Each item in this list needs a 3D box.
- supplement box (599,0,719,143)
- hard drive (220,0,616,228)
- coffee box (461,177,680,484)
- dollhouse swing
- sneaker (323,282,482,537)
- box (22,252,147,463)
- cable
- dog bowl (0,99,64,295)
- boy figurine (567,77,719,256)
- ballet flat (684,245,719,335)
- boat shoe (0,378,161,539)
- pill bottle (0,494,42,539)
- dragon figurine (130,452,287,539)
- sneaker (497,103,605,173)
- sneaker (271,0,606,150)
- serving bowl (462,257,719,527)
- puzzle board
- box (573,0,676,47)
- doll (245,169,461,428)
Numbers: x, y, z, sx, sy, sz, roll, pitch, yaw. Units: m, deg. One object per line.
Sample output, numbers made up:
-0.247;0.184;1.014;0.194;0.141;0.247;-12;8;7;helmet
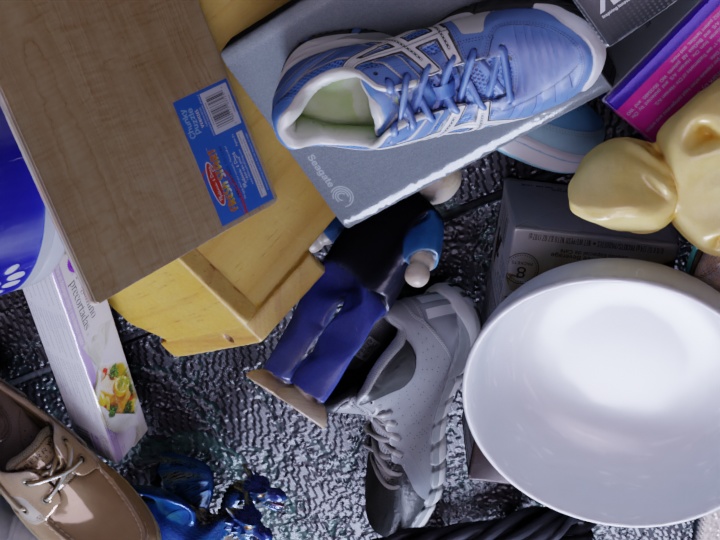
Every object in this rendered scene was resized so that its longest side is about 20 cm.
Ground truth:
0.251;-0.099;0.977;0.200;0.101;0.103;38;112;-18;supplement box
0.032;-0.125;0.929;0.199;0.033;0.140;-27;110;28;hard drive
0.140;0.048;1.069;0.112;0.080;0.201;6;118;-3;coffee box
-0.111;-0.079;1.034;0.200;0.176;0.181;44;152;-20;dollhouse swing
0.008;0.104;1.080;0.115;0.075;0.202;-6;117;-42;sneaker
-0.192;0.052;1.067;0.041;0.039;0.201;19;139;28;box
0.081;0.195;1.107;0.162;0.051;0.200;5;155;-34;cable
-0.262;-0.077;0.947;0.078;0.200;0.202;-21;127;-38;dog bowl
0.221;-0.058;0.907;0.198;0.065;0.125;-16;117;10;boy figurine
0.240;0.041;1.024;0.067;0.068;0.200;29;158;18;ballet flat
-0.225;0.141;1.089;0.199;0.065;0.071;37;73;10;boat shoe
-0.326;0.200;1.140;0.198;0.111;0.112;9;118;-1;pill bottle
-0.140;0.174;1.147;0.199;0.059;0.100;17;122;26;dragon figurine
0.098;-0.153;0.957;0.199;0.080;0.131;32;123;-16;sneaker
0.041;-0.101;0.874;0.198;0.077;0.076;-10;117;22;sneaker
0.167;0.069;0.986;0.198;0.066;0.201;8;126;10;serving bowl
-0.141;-0.102;0.909;0.017;0.150;0.201;-7;110;49;puzzle board
0.180;-0.218;0.859;0.160;0.200;0.044;-34;112;19;box
0.000;0.000;1.025;0.048;0.136;0.201;38;83;-35;doll
